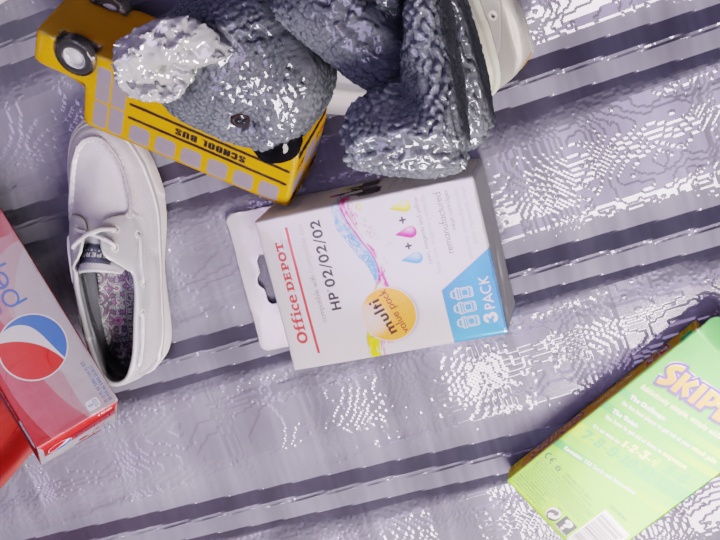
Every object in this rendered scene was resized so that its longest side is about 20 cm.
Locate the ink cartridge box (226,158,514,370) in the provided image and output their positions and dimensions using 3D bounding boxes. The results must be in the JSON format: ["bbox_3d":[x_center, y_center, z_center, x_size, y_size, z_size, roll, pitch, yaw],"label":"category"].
[{"bbox_3d":[0.000,0.000,0.922,0.199,0.068,0.116,-11,103,14],"label":"ink cartridge box"}]

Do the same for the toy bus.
[{"bbox_3d":[-0.126,-0.123,0.904,0.199,0.065,0.078,22,138,4],"label":"toy bus"}]

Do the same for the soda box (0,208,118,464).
[{"bbox_3d":[-0.255,0.037,0.945,0.070,0.063,0.200,-31,80,-19],"label":"soda box"}]

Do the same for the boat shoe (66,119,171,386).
[{"bbox_3d":[-0.186,-0.012,0.955,0.072,0.069,0.201,3,107,10],"label":"boat shoe"}]

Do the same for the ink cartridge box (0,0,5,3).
[{"bbox_3d":[-0.318,-0.232,0.851,0.084,0.200,0.146,-26,100,14],"label":"ink cartridge box"}]

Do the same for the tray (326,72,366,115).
[{"bbox_3d":[-0.013,-0.205,0.890,0.107,0.022,0.201,6,107,8],"label":"tray"}]

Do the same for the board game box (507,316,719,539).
[{"bbox_3d":[0.211,0.124,0.937,0.200,0.030,0.096,-42,95,22],"label":"board game box"}]

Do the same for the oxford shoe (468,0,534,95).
[{"bbox_3d":[0.066,-0.214,0.847,0.058,0.075,0.201,-25,107,-24],"label":"oxford shoe"}]

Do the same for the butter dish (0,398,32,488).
[{"bbox_3d":[-0.358,0.106,0.982,0.200,0.148,0.200,42,108,-2],"label":"butter dish"}]

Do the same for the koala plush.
[{"bbox_3d":[-0.038,-0.138,0.774,0.199,0.177,0.185,-10,100,15],"label":"koala plush"}]
